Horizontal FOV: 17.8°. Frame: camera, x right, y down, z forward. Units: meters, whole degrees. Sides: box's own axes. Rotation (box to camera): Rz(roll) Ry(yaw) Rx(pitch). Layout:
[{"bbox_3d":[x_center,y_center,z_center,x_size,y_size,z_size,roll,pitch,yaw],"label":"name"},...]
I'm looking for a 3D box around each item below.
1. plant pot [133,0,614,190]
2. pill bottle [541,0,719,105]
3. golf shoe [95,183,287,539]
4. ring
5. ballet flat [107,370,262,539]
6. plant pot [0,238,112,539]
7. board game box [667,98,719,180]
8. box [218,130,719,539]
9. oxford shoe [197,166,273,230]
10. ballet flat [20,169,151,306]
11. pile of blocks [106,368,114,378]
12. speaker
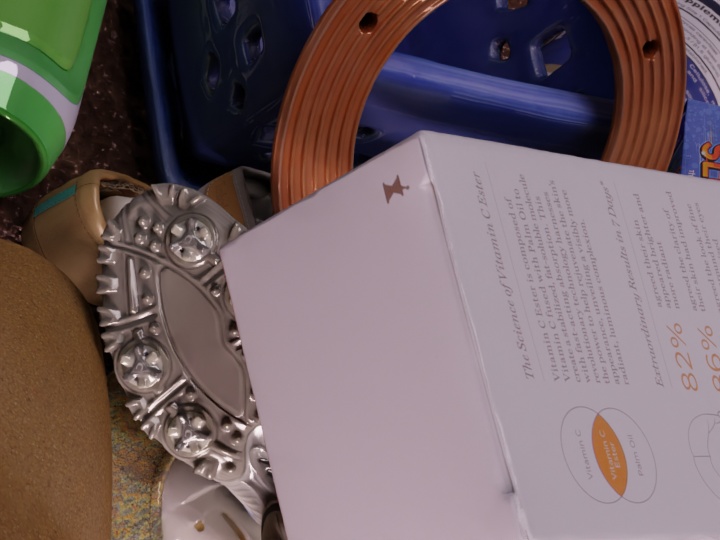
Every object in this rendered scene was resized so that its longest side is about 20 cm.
[{"bbox_3d":[0.002,-0.124,1.055,0.200,0.180,0.200,7,63,-34],"label":"plant pot"},{"bbox_3d":[0.147,-0.088,1.193,0.111,0.111,0.200,53,47,-2],"label":"pill bottle"},{"bbox_3d":[-0.036,0.055,0.909,0.200,0.078,0.097,59,7,-4],"label":"golf shoe"},{"bbox_3d":[0.049,-0.059,0.939,0.200,0.201,0.019,4,21,-36],"label":"ring"},{"bbox_3d":[-0.062,0.134,0.915,0.071,0.071,0.200,-2,82,-38],"label":"ballet flat"},{"bbox_3d":[-0.167,0.080,0.839,0.186,0.186,0.200,38,32,-15],"label":"plant pot"},{"bbox_3d":[0.131,0.034,1.057,0.034,0.200,0.136,13,57,-4],"label":"board game box"},{"bbox_3d":[0.066,0.046,0.854,0.200,0.106,0.152,6,63,-47],"label":"box"},{"bbox_3d":[0.000,0.000,0.987,0.200,0.058,0.075,14,48,-42],"label":"oxford shoe"},{"bbox_3d":[-0.052,0.005,1.022,0.200,0.063,0.069,17,51,-30],"label":"ballet flat"},{"bbox_3d":[-0.019,0.080,0.988,0.200,0.062,0.082,17,88,4],"label":"pile of blocks"},{"bbox_3d":[-0.152,-0.133,1.008,0.088,0.088,0.200,26,53,-24],"label":"speaker"}]
